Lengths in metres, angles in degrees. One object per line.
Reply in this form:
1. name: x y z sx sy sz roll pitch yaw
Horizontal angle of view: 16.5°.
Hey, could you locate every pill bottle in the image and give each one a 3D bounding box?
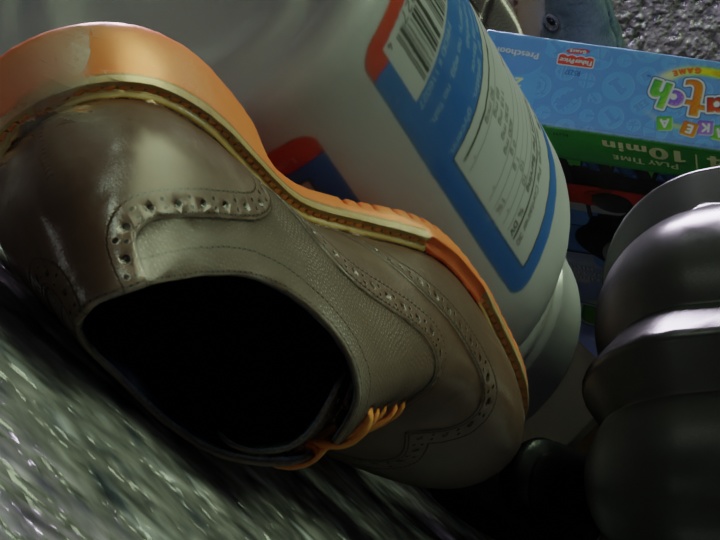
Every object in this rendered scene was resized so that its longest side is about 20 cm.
1. pill bottle: -0.008 -0.027 0.670 0.112 0.112 0.200 47 -4 37

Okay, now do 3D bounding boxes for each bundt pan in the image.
1. bundt pan: 0.108 0.062 0.694 0.202 0.076 0.202 -2 90 -75

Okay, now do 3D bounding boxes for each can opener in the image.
1. can opener: 0.081 0.083 0.820 0.063 0.079 0.200 -4 -16 36

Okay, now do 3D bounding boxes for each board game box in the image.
1. board game box: 0.125 -0.013 0.866 0.151 0.037 0.200 9 -21 15

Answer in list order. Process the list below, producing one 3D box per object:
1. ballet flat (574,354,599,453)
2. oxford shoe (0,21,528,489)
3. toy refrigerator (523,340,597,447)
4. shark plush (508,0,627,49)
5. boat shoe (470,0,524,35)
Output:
1. ballet flat: 0.127 0.110 1.019 0.200 0.072 0.068 42 -7 -31
2. oxford shoe: -0.017 0.021 0.570 0.200 0.071 0.073 33 30 -49
3. toy refrigerator: 0.000 0.000 0.907 0.200 0.070 0.076 45 -4 7
4. shark plush: 0.098 -0.028 0.968 0.091 0.083 0.200 -33 102 -49
5. boat shoe: -0.003 -0.099 0.941 0.200 0.076 0.072 48 -16 30
